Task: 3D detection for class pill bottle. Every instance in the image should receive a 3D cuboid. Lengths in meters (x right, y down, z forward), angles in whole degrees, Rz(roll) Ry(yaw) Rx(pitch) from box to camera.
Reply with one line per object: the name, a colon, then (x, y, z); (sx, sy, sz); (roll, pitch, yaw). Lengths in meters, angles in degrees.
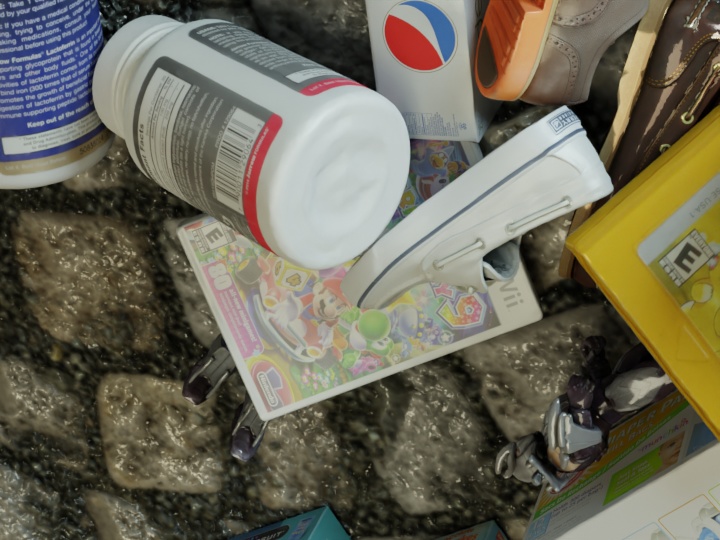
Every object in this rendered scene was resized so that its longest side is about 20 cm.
pill bottle: (-0.073, -0.087, 1.093); (0.199, 0.110, 0.111); (30, 134, 39)
pill bottle: (-0.221, -0.163, 1.139); (0.115, 0.116, 0.201); (8, 124, 18)

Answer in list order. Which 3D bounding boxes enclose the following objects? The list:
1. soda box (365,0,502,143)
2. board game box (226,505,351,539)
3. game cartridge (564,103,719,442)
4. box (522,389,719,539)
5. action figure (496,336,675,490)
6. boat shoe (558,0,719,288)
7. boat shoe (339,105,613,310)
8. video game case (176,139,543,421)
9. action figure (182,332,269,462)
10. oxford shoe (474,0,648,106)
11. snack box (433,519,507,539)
soda box: (0.040, -0.178, 1.048); (0.063, 0.068, 0.201); (5, 123, 21)
board game box: (-0.036, 0.288, 1.389); (0.150, 0.047, 0.201); (-22, 110, 33)
game cartridge: (0.242, -0.014, 1.019); (0.200, 0.032, 0.177); (-41, 103, -1)
box: (0.208, 0.150, 1.156); (0.101, 0.113, 0.200); (45, 125, -10)
action figure: (0.162, 0.070, 1.114); (0.200, 0.130, 0.069); (-37, 100, 18)
boat shoe: (0.173, -0.067, 1.060); (0.070, 0.070, 0.201); (23, 127, 10)
boat shoe: (0.065, -0.018, 1.071); (0.200, 0.073, 0.066); (-38, 84, 42)
video game case: (0.000, 0.000, 1.159); (0.199, 0.018, 0.144); (-21, 106, 10)
action figure: (-0.045, 0.033, 1.220); (0.130, 0.069, 0.200); (38, 124, 3)
oxford shoe: (0.129, -0.180, 0.992); (0.072, 0.072, 0.201); (10, 126, -20)
snack box: (0.100, 0.284, 1.335); (0.116, 0.037, 0.201); (-24, 109, 32)
